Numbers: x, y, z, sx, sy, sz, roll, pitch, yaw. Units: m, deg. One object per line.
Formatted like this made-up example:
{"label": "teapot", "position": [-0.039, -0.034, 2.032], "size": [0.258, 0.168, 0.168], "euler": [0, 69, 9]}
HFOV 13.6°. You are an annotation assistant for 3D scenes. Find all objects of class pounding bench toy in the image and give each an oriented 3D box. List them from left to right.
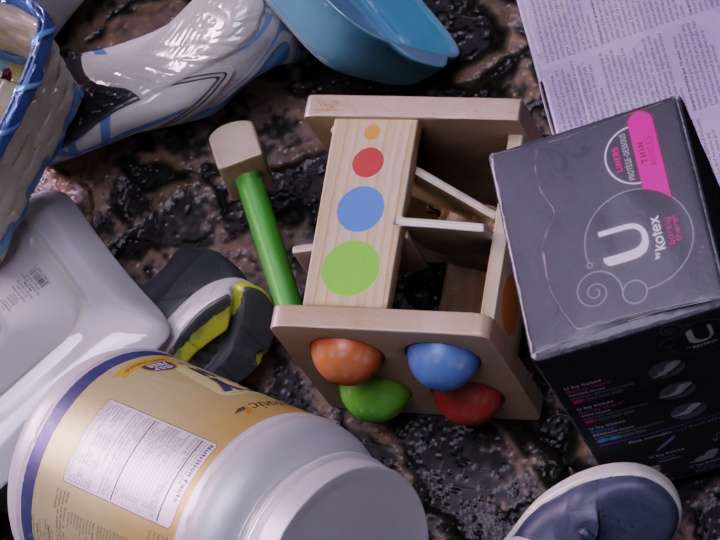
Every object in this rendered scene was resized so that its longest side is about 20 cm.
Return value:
{"label": "pounding bench toy", "position": [0.000, 0.000, 1.675], "size": [0.199, 0.124, 0.157], "euler": [2, 67, 19]}

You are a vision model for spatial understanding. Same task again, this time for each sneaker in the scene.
{"label": "sneaker", "position": [-0.135, 0.067, 1.731], "size": [0.200, 0.075, 0.085], "euler": [-38, 36, 4]}
{"label": "sneaker", "position": [-0.124, -0.108, 1.805], "size": [0.199, 0.072, 0.072], "euler": [-24, 51, 23]}
{"label": "sneaker", "position": [0.087, 0.181, 1.563], "size": [0.200, 0.075, 0.085], "euler": [-41, 18, 16]}

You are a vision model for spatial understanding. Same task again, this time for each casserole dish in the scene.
{"label": "casserole dish", "position": [-0.024, -0.173, 1.775], "size": [0.039, 0.121, 0.200], "euler": [-52, 58, 21]}

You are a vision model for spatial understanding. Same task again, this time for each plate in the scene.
{"label": "plate", "position": [-0.222, 0.049, 1.735], "size": [0.200, 0.032, 0.200], "euler": [-41, 36, -2]}

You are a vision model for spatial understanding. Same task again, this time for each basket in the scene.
{"label": "basket", "position": [-0.254, -0.098, 1.700], "size": [0.139, 0.200, 0.177], "euler": [20, 73, 23]}

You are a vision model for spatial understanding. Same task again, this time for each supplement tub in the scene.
{"label": "supplement tub", "position": [-0.075, 0.132, 1.594], "size": [0.200, 0.144, 0.145], "euler": [20, 73, 42]}

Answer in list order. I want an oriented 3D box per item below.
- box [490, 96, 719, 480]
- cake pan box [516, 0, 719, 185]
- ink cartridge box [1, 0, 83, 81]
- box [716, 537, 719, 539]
{"label": "box", "position": [0.150, 0.018, 1.565], "size": [0.106, 0.200, 0.123], "euler": [-17, 62, 11]}
{"label": "cake pan box", "position": [0.195, -0.109, 1.705], "size": [0.183, 0.052, 0.201], "euler": [-18, 62, 7]}
{"label": "ink cartridge box", "position": [-0.215, -0.235, 1.848], "size": [0.200, 0.084, 0.144], "euler": [-50, 59, 14]}
{"label": "box", "position": [0.261, 0.185, 1.549], "size": [0.200, 0.044, 0.161], "euler": [-33, 60, 1]}
